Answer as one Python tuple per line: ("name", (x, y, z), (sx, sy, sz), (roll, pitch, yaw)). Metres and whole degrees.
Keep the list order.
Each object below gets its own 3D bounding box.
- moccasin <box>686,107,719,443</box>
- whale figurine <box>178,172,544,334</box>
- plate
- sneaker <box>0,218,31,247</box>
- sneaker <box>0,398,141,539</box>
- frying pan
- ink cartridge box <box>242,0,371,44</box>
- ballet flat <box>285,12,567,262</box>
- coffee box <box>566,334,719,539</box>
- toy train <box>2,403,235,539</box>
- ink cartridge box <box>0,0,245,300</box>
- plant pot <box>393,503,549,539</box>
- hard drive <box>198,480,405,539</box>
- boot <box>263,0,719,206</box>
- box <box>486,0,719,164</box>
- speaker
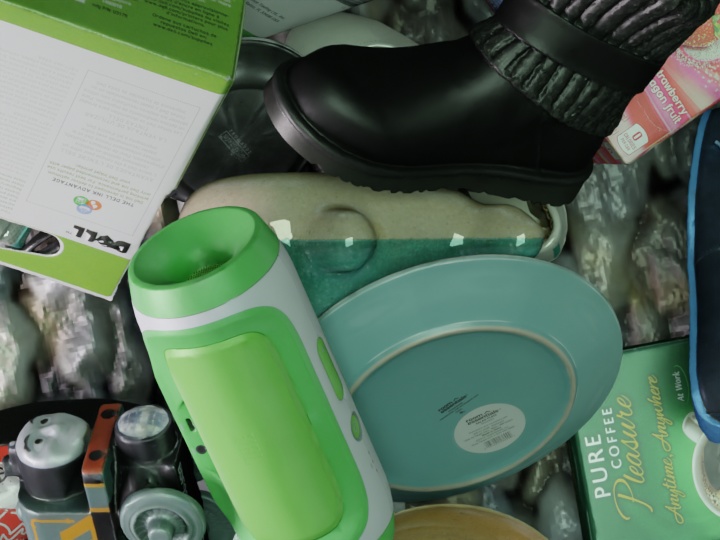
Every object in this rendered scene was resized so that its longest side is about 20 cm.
("moccasin", (0.222, 0.003, 1.550), (0.068, 0.080, 0.201), (-5, 69, 16))
("whale figurine", (0.000, 0.000, 1.492), (0.199, 0.159, 0.104), (2, 90, 3))
("plate", (0.049, 0.068, 1.496), (0.199, 0.026, 0.201), (-9, 137, -9))
("sneaker", (-0.196, -0.059, 1.533), (0.200, 0.075, 0.089), (-26, 95, 6))
("sneaker", (-0.200, 0.140, 1.546), (0.201, 0.067, 0.108), (-8, 112, -17))
("frying pan", (-0.107, -0.067, 1.532), (0.189, 0.031, 0.115), (-18, 132, -7))
("ink cartridge box", (-0.049, -0.199, 1.452), (0.200, 0.146, 0.084), (-15, 61, 32))
("ballet flat", (0.043, -0.077, 1.556), (0.200, 0.069, 0.069), (42, 88, -6))
("coffee box", (0.217, 0.092, 1.591), (0.199, 0.044, 0.123), (-12, 93, -5))
("toy train", (-0.126, 0.156, 1.491), (0.114, 0.085, 0.200), (-3, 128, 9))
("ink cartridge box", (-0.164, -0.088, 1.460), (0.147, 0.200, 0.076), (18, 49, -13))
("plant pot", (0.038, 0.224, 1.516), (0.199, 0.027, 0.201), (-2, 98, -17))
("hard drive", (-0.039, 0.105, 1.575), (0.131, 0.027, 0.201), (2, 93, -6))
("boot", (0.067, -0.119, 1.420), (0.211, 0.080, 0.158), (4, 135, -33))
("box", (0.126, -0.168, 1.545), (0.102, 0.095, 0.200), (-35, 96, -3))
("speaker", (-0.049, 0.069, 1.420), (0.088, 0.088, 0.200), (-25, 119, -4))
